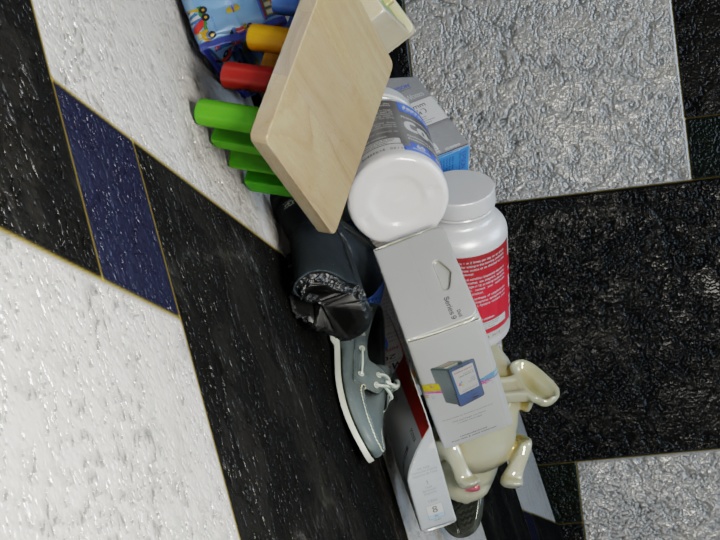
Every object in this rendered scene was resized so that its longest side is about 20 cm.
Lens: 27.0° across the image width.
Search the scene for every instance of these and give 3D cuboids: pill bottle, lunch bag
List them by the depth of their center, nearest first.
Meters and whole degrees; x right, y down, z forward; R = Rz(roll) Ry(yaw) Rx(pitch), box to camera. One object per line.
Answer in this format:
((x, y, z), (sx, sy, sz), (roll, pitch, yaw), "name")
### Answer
((-0.135, -0.277, 1.562), (0.200, 0.094, 0.151), (83, -13, -79), "lunch bag")
((0.030, -0.125, 1.697), (0.200, 0.113, 0.114), (-103, 170, -58), "pill bottle")
((0.120, -0.012, 1.772), (0.112, 0.112, 0.201), (-95, 180, -57), "pill bottle")

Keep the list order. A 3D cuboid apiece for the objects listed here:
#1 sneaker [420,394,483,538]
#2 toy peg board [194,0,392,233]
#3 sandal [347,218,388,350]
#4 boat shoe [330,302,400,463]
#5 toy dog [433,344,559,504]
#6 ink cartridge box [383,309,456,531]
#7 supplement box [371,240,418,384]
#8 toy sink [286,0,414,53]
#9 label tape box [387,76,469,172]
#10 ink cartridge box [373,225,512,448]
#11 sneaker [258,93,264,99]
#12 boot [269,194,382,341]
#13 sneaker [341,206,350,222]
((0.127, 0.267, 1.980), (0.114, 0.076, 0.200), (47, 19, -54), "sneaker")
((-0.067, -0.172, 1.449), (0.200, 0.098, 0.200), (54, 50, -61), "toy peg board")
((0.000, 0.000, 1.752), (0.079, 0.087, 0.201), (21, 52, -81), "sandal")
((0.009, 0.115, 1.628), (0.073, 0.062, 0.200), (63, 12, -48), "boat shoe")
((0.127, 0.194, 1.830), (0.194, 0.139, 0.200), (48, -44, 44), "toy dog")
((0.050, 0.167, 1.681), (0.160, 0.047, 0.200), (-110, -177, -63), "ink cartridge box")
((0.030, 0.043, 1.873), (0.126, 0.073, 0.201), (44, 27, -73), "supplement box")
((-0.024, -0.292, 1.675), (0.131, 0.112, 0.200), (56, 9, 10), "toy sink")
((0.061, -0.165, 1.890), (0.200, 0.063, 0.144), (56, -19, 34), "label tape box")
((0.090, 0.073, 1.634), (0.200, 0.087, 0.146), (72, -1, -48), "ink cartridge box")
((-0.101, -0.240, 1.700), (0.200, 0.075, 0.088), (59, 8, -6), "sneaker")
((-0.024, 0.015, 1.584), (0.200, 0.076, 0.168), (52, 16, -44), "boot")
((-0.055, -0.135, 1.794), (0.200, 0.075, 0.088), (62, 19, -4), "sneaker")
